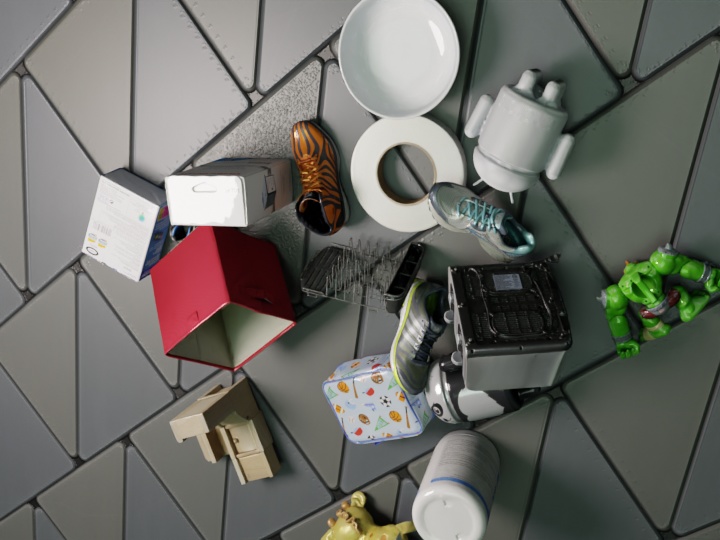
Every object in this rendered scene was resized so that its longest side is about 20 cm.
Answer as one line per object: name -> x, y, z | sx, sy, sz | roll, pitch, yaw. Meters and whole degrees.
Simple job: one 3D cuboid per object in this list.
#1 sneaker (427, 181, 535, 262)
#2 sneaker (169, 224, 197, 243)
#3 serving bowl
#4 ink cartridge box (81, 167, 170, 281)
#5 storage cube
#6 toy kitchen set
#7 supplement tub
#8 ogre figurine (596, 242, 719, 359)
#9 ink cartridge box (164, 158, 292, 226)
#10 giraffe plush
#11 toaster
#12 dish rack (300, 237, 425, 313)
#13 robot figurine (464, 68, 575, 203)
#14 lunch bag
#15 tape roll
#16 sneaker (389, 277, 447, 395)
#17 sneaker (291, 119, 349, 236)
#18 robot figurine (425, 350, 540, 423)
sneaker -> 0.200, -0.086, 1.289 | 0.198, 0.086, 0.079 | 29, 76, -19
sneaker -> -0.321, -0.047, 1.492 | 0.072, 0.112, 0.203 | 21, 113, 11
serving bowl -> 0.067, -0.347, 1.287 | 0.197, 0.066, 0.203 | 6, 109, 16
ink cartridge box -> -0.449, -0.074, 1.546 | 0.135, 0.076, 0.202 | 27, 113, 9
storage cube -> -0.248, 0.047, 1.429 | 0.199, 0.170, 0.182 | -36, 55, 26
toy kitchen set -> -0.291, 0.350, 1.578 | 0.161, 0.180, 0.203 | -18, 98, 24
supplement tub -> 0.173, 0.387, 1.425 | 0.130, 0.200, 0.134 | 6, 110, 17
ogre figurine -> 0.465, 0.039, 1.269 | 0.120, 0.099, 0.199 | 45, 127, -13
ink cartridge box -> -0.220, -0.138, 1.378 | 0.144, 0.200, 0.087 | 3, 108, 17
giraffe plush -> 0.012, 0.535, 1.569 | 0.161, 0.172, 0.203 | 25, 127, 32
toaster -> 0.238, 0.082, 1.284 | 0.196, 0.183, 0.120 | -4, 140, -3
dish rack -> 0.000, 0.000, 1.385 | 0.197, 0.154, 0.055 | 12, 128, 15
robot figurine -> 0.246, -0.208, 1.247 | 0.168, 0.113, 0.202 | 30, 115, 18
lunch bag -> 0.032, 0.240, 1.473 | 0.198, 0.076, 0.162 | -17, 107, 39
tape roll -> 0.082, -0.166, 1.359 | 0.200, 0.037, 0.206 | 6, 109, 17
sneaker -> 0.104, 0.111, 1.375 | 0.081, 0.073, 0.204 | -6, 76, 58
sneaker -> -0.078, -0.154, 1.374 | 0.077, 0.112, 0.203 | -17, 102, 22
robot figurine -> 0.207, 0.195, 1.389 | 0.197, 0.125, 0.152 | -17, 96, 23
